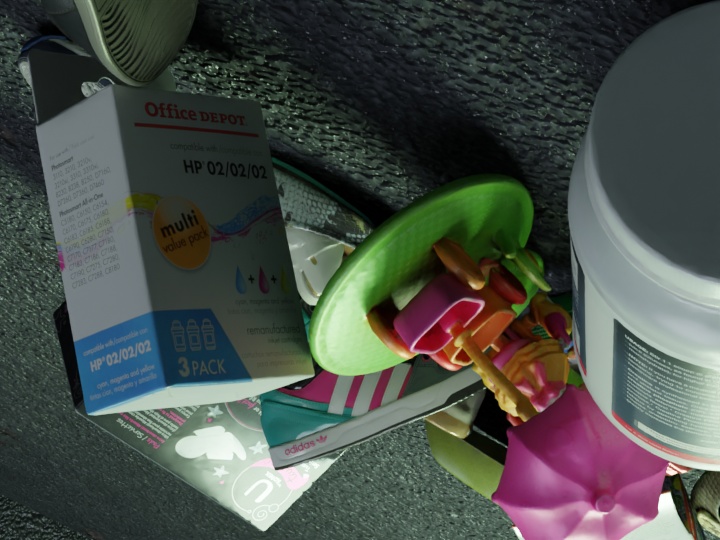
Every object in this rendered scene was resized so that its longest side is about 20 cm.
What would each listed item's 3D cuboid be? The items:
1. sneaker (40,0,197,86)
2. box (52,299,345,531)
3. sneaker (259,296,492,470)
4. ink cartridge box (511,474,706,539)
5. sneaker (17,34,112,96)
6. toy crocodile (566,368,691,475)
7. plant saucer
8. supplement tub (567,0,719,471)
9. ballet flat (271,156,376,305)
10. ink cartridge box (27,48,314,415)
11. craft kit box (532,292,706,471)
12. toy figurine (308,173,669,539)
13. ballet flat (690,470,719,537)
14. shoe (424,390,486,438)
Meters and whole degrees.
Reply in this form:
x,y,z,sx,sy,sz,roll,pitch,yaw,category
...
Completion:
x,y,z,sx,sy,sz,roll,pitch,yaw,category
-0.151,-0.172,0.764,0.106,0.075,0.200,30,164,25,sneaker
-0.119,0.080,1.199,0.200,0.115,0.132,40,-168,-34,box
0.011,0.048,1.086,0.198,0.122,0.084,-22,176,12,sneaker
0.172,0.179,1.067,0.108,0.051,0.200,-15,145,13,ink cartridge box
-0.145,-0.055,0.971,0.200,0.085,0.077,49,153,-17,sneaker
0.157,0.096,0.932,0.067,0.062,0.199,32,159,-19,toy crocodile
0.130,0.170,1.217,0.198,0.031,0.200,29,-179,0,plant saucer
0.158,-0.008,0.674,0.139,0.141,0.200,19,160,16,supplement tub
0.000,0.000,0.993,0.199,0.073,0.072,29,160,-9,ballet flat
-0.103,-0.031,0.856,0.067,0.203,0.114,-20,168,38,ink cartridge box
0.223,0.069,0.937,0.197,0.049,0.200,35,159,-16,craft kit box
0.094,0.071,0.853,0.185,0.150,0.199,52,-165,27,toy figurine
0.259,0.149,0.963,0.067,0.047,0.200,31,160,-13,ballet flat
0.002,0.055,1.167,0.198,0.054,0.070,27,-171,9,shoe
